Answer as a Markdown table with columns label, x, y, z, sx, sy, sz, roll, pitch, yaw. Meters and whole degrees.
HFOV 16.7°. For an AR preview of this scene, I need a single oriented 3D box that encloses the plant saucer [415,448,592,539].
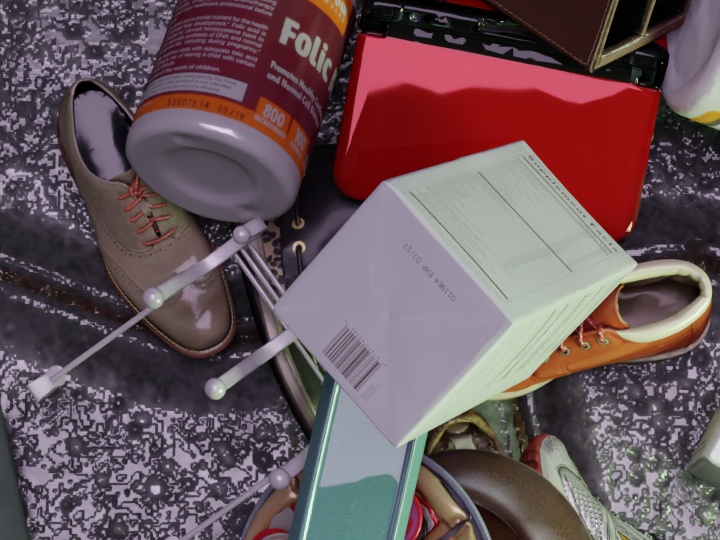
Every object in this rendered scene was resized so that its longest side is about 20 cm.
| label | x | y | z | sx | sy | sz | roll | pitch | yaw |
| --- | --- | --- | --- | --- | --- | --- | --- | --- | --- |
| plant saucer | 0.058 | 0.211 | 1.509 | 0.199 | 0.032 | 0.202 | -3 | 85 | 33 |

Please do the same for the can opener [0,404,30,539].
| label | x | y | z | sx | sy | sz | roll | pitch | yaw |
| --- | --- | --- | --- | --- | --- | --- | --- | --- | --- |
| can opener | -0.217 | 0.178 | 1.564 | 0.067 | 0.053 | 0.201 | -5 | 75 | -36 |

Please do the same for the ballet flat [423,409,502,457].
| label | x | y | z | sx | sy | sz | roll | pitch | yaw |
| --- | --- | --- | --- | --- | --- | --- | --- | --- | --- |
| ballet flat | 0.074 | 0.182 | 1.554 | 0.070 | 0.065 | 0.201 | -14 | 79 | -6 |

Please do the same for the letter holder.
| label | x | y | z | sx | sy | sz | roll | pitch | yaw |
| --- | --- | --- | --- | --- | --- | --- | --- | --- | --- |
| letter holder | 0.118 | -0.246 | 1.540 | 0.200 | 0.143 | 0.100 | 37 | 43 | 26 |

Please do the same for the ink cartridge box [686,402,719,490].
| label | x | y | z | sx | sy | sz | roll | pitch | yaw |
| --- | --- | --- | --- | --- | --- | --- | --- | --- | --- |
| ink cartridge box | 0.321 | 0.072 | 1.574 | 0.145 | 0.088 | 0.201 | 27 | 80 | 4 |

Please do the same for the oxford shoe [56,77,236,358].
| label | x | y | z | sx | sy | sz | roll | pitch | yaw |
| --- | --- | --- | --- | --- | --- | --- | --- | --- | --- |
| oxford shoe | -0.145 | -0.034 | 1.590 | 0.070 | 0.075 | 0.201 | -31 | 81 | -9 |

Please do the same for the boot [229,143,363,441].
| label | x | y | z | sx | sy | sz | roll | pitch | yaw |
| --- | --- | --- | --- | --- | --- | --- | --- | --- | --- |
| boot | 0.000 | 0.000 | 1.591 | 0.150 | 0.073 | 0.201 | -16 | 73 | -5 |

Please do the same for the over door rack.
| label | x | y | z | sx | sy | sz | roll | pitch | yaw |
| --- | --- | --- | --- | --- | --- | --- | --- | --- | --- |
| over door rack | -0.101 | 0.083 | 1.523 | 0.200 | 0.067 | 0.148 | -36 | 88 | 19 |

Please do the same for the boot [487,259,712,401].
| label | x | y | z | sx | sy | sz | roll | pitch | yaw |
| --- | --- | --- | --- | --- | --- | --- | --- | --- | --- |
| boot | 0.130 | 0.032 | 1.569 | 0.199 | 0.107 | 0.076 | -13 | 81 | -2 |

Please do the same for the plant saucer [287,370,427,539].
| label | x | y | z | sx | sy | sz | roll | pitch | yaw |
| --- | --- | --- | --- | --- | --- | --- | --- | --- | --- |
| plant saucer | -0.006 | 0.150 | 1.472 | 0.069 | 0.019 | 0.201 | 13 | 89 | 0 |

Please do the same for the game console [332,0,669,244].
| label | x | y | z | sx | sy | sz | roll | pitch | yaw |
| --- | --- | --- | --- | --- | --- | --- | --- | --- | --- |
| game console | 0.091 | -0.126 | 1.597 | 0.199 | 0.119 | 0.173 | 11 | 35 | -4 |

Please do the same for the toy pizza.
| label | x | y | z | sx | sy | sz | roll | pitch | yaw |
| --- | --- | --- | --- | --- | --- | --- | --- | --- | --- |
| toy pizza | -0.003 | 0.204 | 1.512 | 0.199 | 0.032 | 0.202 | -3 | 84 | 33 |

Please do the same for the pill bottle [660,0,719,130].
| label | x | y | z | sx | sy | sz | roll | pitch | yaw |
| --- | --- | --- | --- | --- | --- | --- | --- | --- | --- |
| pill bottle | 0.303 | -0.127 | 1.583 | 0.199 | 0.116 | 0.117 | 18 | 77 | -18 |

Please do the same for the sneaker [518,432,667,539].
| label | x | y | z | sx | sy | sz | roll | pitch | yaw |
| --- | --- | --- | --- | --- | --- | --- | --- | --- | --- |
| sneaker | 0.165 | 0.191 | 1.557 | 0.082 | 0.078 | 0.201 | -31 | 88 | -15 |

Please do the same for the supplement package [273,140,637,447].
| label | x | y | z | sx | sy | sz | roll | pitch | yaw |
| --- | --- | --- | --- | --- | --- | --- | --- | --- | --- |
| supplement package | 0.061 | 0.009 | 1.445 | 0.114 | 0.200 | 0.110 | 48 | 116 | 12 |

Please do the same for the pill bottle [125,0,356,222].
| label | x | y | z | sx | sy | sz | roll | pitch | yaw |
| --- | --- | --- | --- | --- | --- | --- | --- | --- | --- |
| pill bottle | -0.067 | -0.142 | 1.557 | 0.113 | 0.114 | 0.201 | 16 | 63 | 2 |
